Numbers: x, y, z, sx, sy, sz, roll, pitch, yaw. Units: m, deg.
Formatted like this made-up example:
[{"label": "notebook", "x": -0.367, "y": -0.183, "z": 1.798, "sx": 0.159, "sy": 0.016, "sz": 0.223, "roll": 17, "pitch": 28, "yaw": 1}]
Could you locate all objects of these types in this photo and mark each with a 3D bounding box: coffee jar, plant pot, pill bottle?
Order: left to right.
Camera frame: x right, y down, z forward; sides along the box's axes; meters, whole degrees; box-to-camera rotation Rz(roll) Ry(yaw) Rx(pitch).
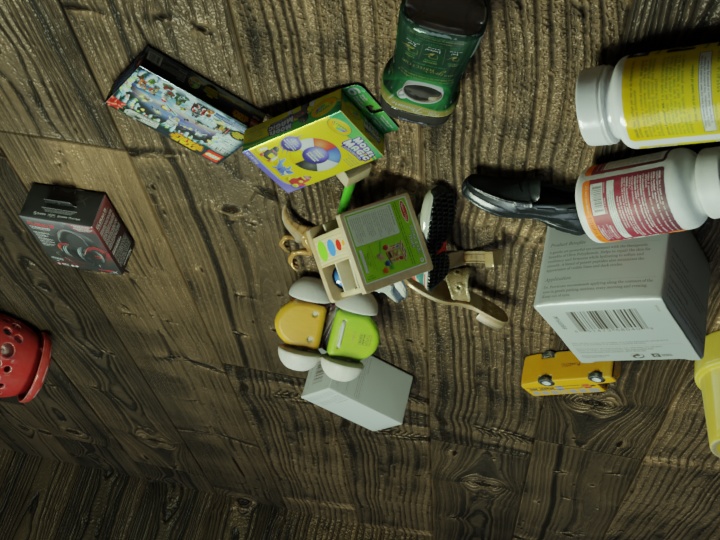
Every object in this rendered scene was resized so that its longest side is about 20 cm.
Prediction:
[{"label": "plant pot", "x": -0.848, "y": 0.210, "z": 2.557, "sx": 0.182, "sy": 0.201, "sz": 0.200, "roll": 19, "pitch": 154, "yaw": -27}, {"label": "coffee jar", "x": 0.085, "y": -0.261, "z": 1.314, "sx": 0.104, "sy": 0.086, "sz": 0.200, "roll": 13, "pitch": 152, "yaw": -3}, {"label": "pill bottle", "x": 0.400, "y": -0.103, "z": 1.432, "sx": 0.200, "sy": 0.110, "sz": 0.110, "roll": -9, "pitch": 145, "yaw": 38}, {"label": "pill bottle", "x": 0.363, "y": -0.203, "z": 1.257, "sx": 0.200, "sy": 0.115, "sz": 0.114, "roll": -3, "pitch": 148, "yaw": 30}, {"label": "plant pot", "x": 0.673, "y": 0.224, "z": 1.831, "sx": 0.200, "sy": 0.189, "sz": 0.201, "roll": 12, "pitch": 152, "yaw": 6}]

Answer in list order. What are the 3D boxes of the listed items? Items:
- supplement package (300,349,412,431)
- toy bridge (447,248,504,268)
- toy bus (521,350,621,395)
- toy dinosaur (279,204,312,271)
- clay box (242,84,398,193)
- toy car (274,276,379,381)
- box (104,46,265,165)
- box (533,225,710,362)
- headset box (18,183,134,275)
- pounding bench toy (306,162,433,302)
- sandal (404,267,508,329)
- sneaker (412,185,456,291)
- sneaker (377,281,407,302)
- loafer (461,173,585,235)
[{"label": "supplement package", "x": -0.006, "y": 0.250, "z": 2.296, "sx": 0.200, "sy": 0.117, "sz": 0.117, "roll": 29, "pitch": 149, "yaw": -25}, {"label": "toy bridge", "x": 0.151, "y": -0.017, "z": 1.775, "sx": 0.200, "sy": 0.027, "sz": 0.067, "roll": -5, "pitch": -173, "yaw": 38}, {"label": "toy bus", "x": 0.405, "y": 0.195, "z": 2.043, "sx": 0.200, "sy": 0.065, "sz": 0.078, "roll": -10, "pitch": 145, "yaw": 39}, {"label": "toy dinosaur", "x": -0.097, "y": -0.059, "z": 1.841, "sx": 0.106, "sy": 0.061, "sz": 0.200, "roll": -36, "pitch": 134, "yaw": 27}, {"label": "clay box", "x": -0.056, "y": -0.187, "z": 1.531, "sx": 0.200, "sy": 0.048, "sz": 0.115, "roll": -18, "pitch": 141, "yaw": 29}, {"label": "toy car", "x": -0.060, "y": 0.106, "z": 2.036, "sx": 0.199, "sy": 0.176, "sz": 0.150, "roll": 13, "pitch": -172, "yaw": 2}, {"label": "box", "x": -0.260, "y": -0.239, "z": 1.579, "sx": 0.200, "sy": 0.040, "sz": 0.137, "roll": 28, "pitch": 151, "yaw": -24}, {"label": "box", "x": 0.397, "y": 0.022, "z": 1.602, "sx": 0.199, "sy": 0.172, "sz": 0.200, "roll": -5, "pitch": 148, "yaw": 34}, {"label": "headset box", "x": -0.524, "y": -0.080, "z": 1.971, "sx": 0.148, "sy": 0.075, "sz": 0.200, "roll": 9, "pitch": 153, "yaw": 12}, {"label": "pounding bench toy", "x": -0.004, "y": -0.067, "z": 1.670, "sx": 0.124, "sy": 0.200, "sz": 0.156, "roll": -20, "pitch": -178, "yaw": -26}, {"label": "sandal", "x": 0.178, "y": 0.026, "z": 1.855, "sx": 0.211, "sy": 0.078, "sz": 0.070, "roll": 27, "pitch": 118, "yaw": -17}, {"label": "sneaker", "x": 0.093, "y": -0.060, "z": 1.694, "sx": 0.093, "sy": 0.070, "sz": 0.200, "roll": 31, "pitch": 142, "yaw": 29}, {"label": "sneaker", "x": 0.000, "y": 0.000, "z": 1.832, "sx": 0.200, "sy": 0.085, "sz": 0.077, "roll": 43, "pitch": -177, "yaw": -33}, {"label": "loafer", "x": 0.248, "y": -0.110, "z": 1.552, "sx": 0.200, "sy": 0.068, "sz": 0.071, "roll": 15, "pitch": 134, "yaw": 4}]
